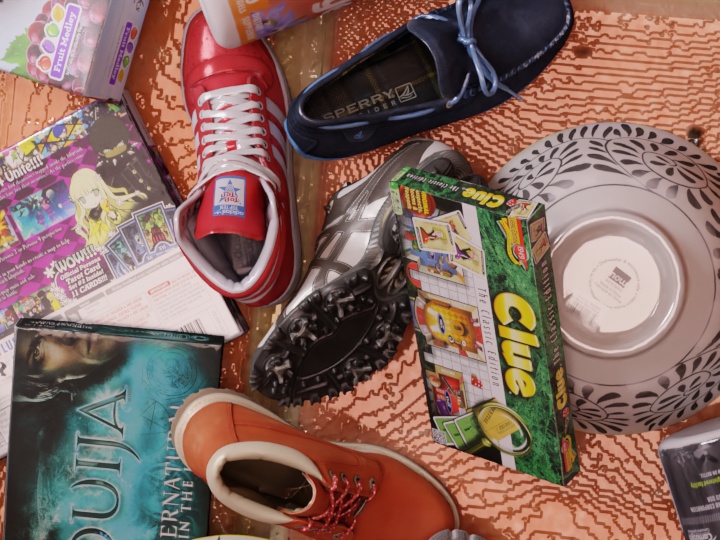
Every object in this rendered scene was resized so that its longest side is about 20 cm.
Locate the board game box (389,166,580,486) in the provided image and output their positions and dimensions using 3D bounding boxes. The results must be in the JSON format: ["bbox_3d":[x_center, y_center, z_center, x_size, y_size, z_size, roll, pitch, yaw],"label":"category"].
[{"bbox_3d":[0.077,0.036,1.502,0.105,0.023,0.200,14,130,34],"label":"board game box"}]

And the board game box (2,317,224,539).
[{"bbox_3d":[-0.163,0.135,1.590,0.135,0.028,0.200,5,102,0],"label":"board game box"}]

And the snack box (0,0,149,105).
[{"bbox_3d":[-0.196,-0.223,1.580,0.142,0.053,0.200,18,94,25],"label":"snack box"}]

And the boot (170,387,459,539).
[{"bbox_3d":[-0.020,0.144,1.541,0.200,0.107,0.075,22,96,-18],"label":"boot"}]

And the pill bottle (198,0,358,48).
[{"bbox_3d":[-0.014,-0.223,1.536,0.200,0.112,0.112,-21,89,-3],"label":"pill bottle"}]

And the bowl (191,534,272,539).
[{"bbox_3d":[-0.082,0.278,1.557,0.200,0.094,0.201,0,102,0],"label":"bowl"}]

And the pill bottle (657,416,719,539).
[{"bbox_3d":[0.262,0.187,1.522,0.106,0.106,0.200,-17,89,7],"label":"pill bottle"}]

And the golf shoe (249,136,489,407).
[{"bbox_3d":[0.000,0.000,1.568,0.200,0.095,0.078,-46,122,9],"label":"golf shoe"}]

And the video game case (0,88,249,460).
[{"bbox_3d":[-0.201,0.006,1.611,0.200,0.036,0.181,-28,89,7],"label":"video game case"}]

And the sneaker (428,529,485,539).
[{"bbox_3d":[0.115,0.243,1.573,0.200,0.075,0.082,33,129,1],"label":"sneaker"}]

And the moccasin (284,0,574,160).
[{"bbox_3d":[0.048,-0.124,1.548,0.200,0.068,0.081,-32,81,-5],"label":"moccasin"}]

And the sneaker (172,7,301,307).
[{"bbox_3d":[-0.082,-0.075,1.555,0.071,0.112,0.200,-11,89,9],"label":"sneaker"}]

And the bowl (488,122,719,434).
[{"bbox_3d":[0.157,0.006,1.531,0.200,0.094,0.201,0,91,7],"label":"bowl"}]
